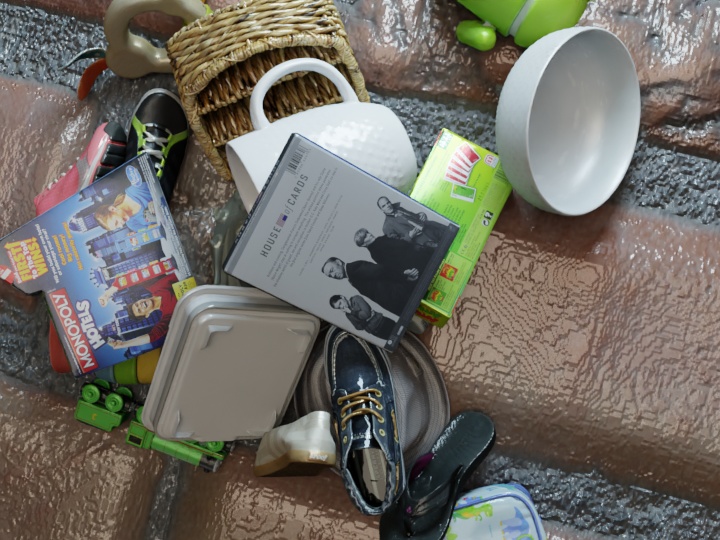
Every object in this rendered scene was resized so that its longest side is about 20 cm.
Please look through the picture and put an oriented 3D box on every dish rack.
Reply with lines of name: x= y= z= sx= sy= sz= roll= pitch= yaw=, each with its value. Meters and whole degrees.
dish rack: x=-0.134 y=0.112 z=0.946 sx=0.171 sy=0.044 sz=0.201 roll=5 pitch=122 yaw=-33

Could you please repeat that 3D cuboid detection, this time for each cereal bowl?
cereal bowl: x=0.214 y=-0.162 z=0.948 sx=0.083 sy=0.200 sz=0.201 roll=17 pitch=90 yaw=47

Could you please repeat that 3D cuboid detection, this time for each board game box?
board game box: x=-0.286 y=0.002 z=0.920 sx=0.199 sy=0.062 sz=0.201 roll=-20 pitch=92 yaw=-14
board game box: x=0.091 y=-0.048 z=0.970 sx=0.101 sy=0.048 sz=0.201 roll=27 pitch=70 yaw=3

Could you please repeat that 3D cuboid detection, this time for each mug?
mug: x=-0.045 y=-0.126 z=0.931 sx=0.175 sy=0.148 sz=0.201 roll=-25 pitch=104 yaw=-12

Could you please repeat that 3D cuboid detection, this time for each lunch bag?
lunch bag: x=0.144 y=0.347 z=0.971 sx=0.160 sy=0.082 sz=0.201 roll=-17 pitch=86 yaw=5

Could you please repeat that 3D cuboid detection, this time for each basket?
basket: x=-0.100 y=-0.209 z=0.973 sx=0.199 sy=0.143 sz=0.150 roll=-18 pitch=81 yaw=4

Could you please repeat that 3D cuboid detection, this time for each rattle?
rattle: x=-0.266 y=-0.302 z=1.035 sx=0.199 sy=0.130 sz=0.144 roll=-21 pitch=74 yaw=30

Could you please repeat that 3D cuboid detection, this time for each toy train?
toy train: x=-0.245 y=0.185 z=1.032 sx=0.199 sy=0.042 sz=0.057 roll=21 pitch=100 yaw=5

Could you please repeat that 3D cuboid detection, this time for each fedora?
fedora: x=0.009 y=0.151 z=0.984 sx=0.176 sy=0.090 sz=0.201 roll=-21 pitch=87 yaw=4

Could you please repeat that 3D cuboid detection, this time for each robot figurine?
robot figurine: x=0.169 y=-0.330 z=0.972 sx=0.200 sy=0.116 sz=0.176 roll=37 pitch=98 yaw=5

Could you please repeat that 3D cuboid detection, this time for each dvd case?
dvd case: x=-0.016 y=-0.024 z=0.867 sx=0.199 sy=0.025 sz=0.151 roll=27 pitch=94 yaw=-21

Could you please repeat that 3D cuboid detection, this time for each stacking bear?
stacking bear: x=-0.242 y=0.077 z=1.004 sx=0.199 sy=0.121 sz=0.114 roll=9 pitch=87 yaw=-2

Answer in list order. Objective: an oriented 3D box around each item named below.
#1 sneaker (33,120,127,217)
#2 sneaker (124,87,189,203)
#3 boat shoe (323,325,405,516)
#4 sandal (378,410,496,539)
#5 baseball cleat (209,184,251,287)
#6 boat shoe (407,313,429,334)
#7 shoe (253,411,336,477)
sneaker: x=-0.343 y=-0.089 z=1.032 sx=0.086 sy=0.074 sz=0.201 roll=21 pitch=89 yaw=9
sneaker: x=-0.240 y=-0.111 z=1.010 sx=0.071 sy=0.083 sz=0.201 roll=12 pitch=95 yaw=-21
boat shoe: x=0.005 y=0.147 z=0.893 sx=0.070 sy=0.091 sz=0.201 roll=-15 pitch=85 yaw=5
sandal: x=0.078 y=0.226 z=0.949 sx=0.075 sy=0.048 sz=0.201 roll=12 pitch=50 yaw=34
baseball cleat: x=-0.128 y=0.003 z=1.017 sx=0.069 sy=0.106 sz=0.201 roll=-13 pitch=59 yaw=36
boat shoe: x=0.000 y=0.000 z=1.005 sx=0.199 sy=0.071 sz=0.064 roll=29 pitch=72 yaw=8
shoe: x=-0.070 y=0.194 z=0.950 sx=0.070 sy=0.200 sz=0.054 roll=6 pitch=70 yaw=-20
